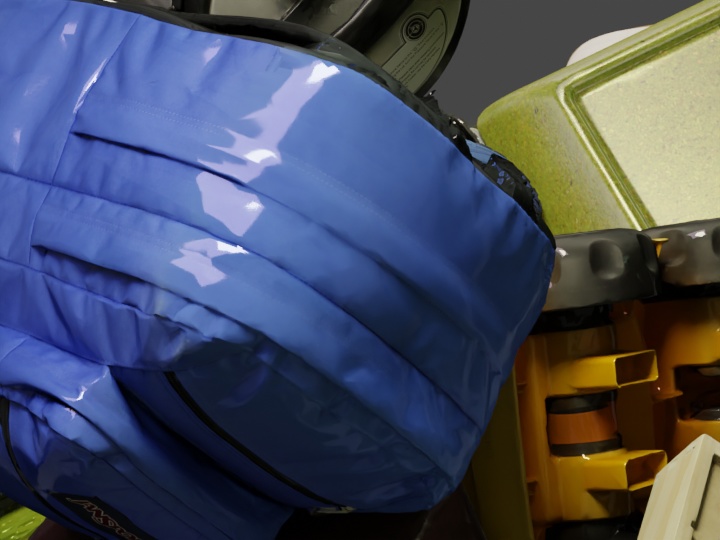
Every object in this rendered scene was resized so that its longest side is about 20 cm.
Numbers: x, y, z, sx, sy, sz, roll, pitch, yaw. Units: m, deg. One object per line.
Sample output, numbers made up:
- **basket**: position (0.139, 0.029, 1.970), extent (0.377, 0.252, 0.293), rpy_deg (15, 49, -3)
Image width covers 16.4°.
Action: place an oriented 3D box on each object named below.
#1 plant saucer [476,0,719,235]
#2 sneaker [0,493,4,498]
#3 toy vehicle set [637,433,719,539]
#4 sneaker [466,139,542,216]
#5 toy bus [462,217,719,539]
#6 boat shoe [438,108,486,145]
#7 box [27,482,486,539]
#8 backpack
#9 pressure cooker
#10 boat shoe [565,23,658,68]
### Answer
- **plant saucer**: position (0.176, -0.046, 1.083), extent (0.200, 0.048, 0.200), rpy_deg (-26, 61, -4)
- **sneaker**: position (-0.179, 0.076, 1.216), extent (0.091, 0.076, 0.200), rpy_deg (17, 51, 39)
- **toy vehicle set**: position (0.164, 0.149, 0.753), extent (0.027, 0.200, 0.124), rpy_deg (-50, 9, 40)
- **sneaker**: position (0.000, 0.000, 1.046), extent (0.200, 0.075, 0.078), rpy_deg (-16, 51, -34)
- **toy bus**: position (0.064, 0.056, 0.976), extent (0.192, 0.136, 0.200), rpy_deg (-6, 2, 44)
- **boat shoe**: position (0.032, -0.037, 1.144), extent (0.200, 0.068, 0.072), rpy_deg (28, 31, 7)
- **box**: position (-0.047, 0.191, 0.846), extent (0.166, 0.165, 0.200), rpy_deg (-3, 36, 33)
- **backpack**: position (-0.044, 0.011, 0.815), extent (0.200, 0.162, 0.168), rpy_deg (9, 71, 43)
- **pressure cooker**: position (-0.038, -0.164, 1.379), extent (0.178, 0.176, 0.200), rpy_deg (-4, 25, -25)
- **boat shoe**: position (0.187, -0.092, 1.226), extent (0.200, 0.071, 0.069), rpy_deg (-16, 31, 30)
